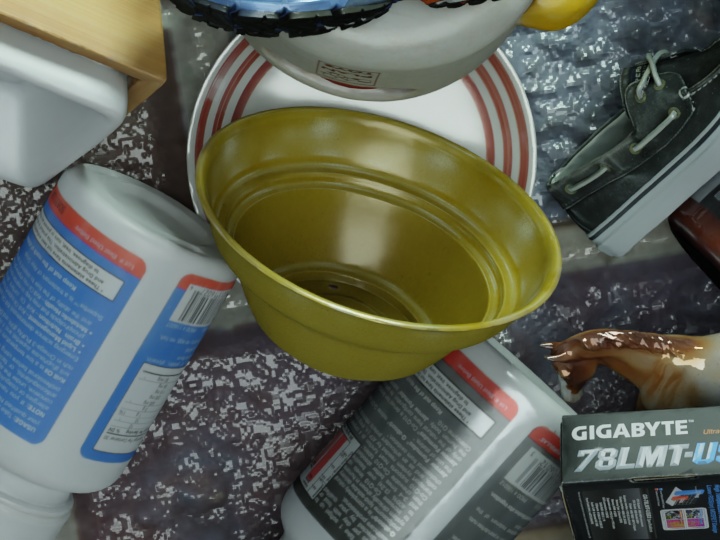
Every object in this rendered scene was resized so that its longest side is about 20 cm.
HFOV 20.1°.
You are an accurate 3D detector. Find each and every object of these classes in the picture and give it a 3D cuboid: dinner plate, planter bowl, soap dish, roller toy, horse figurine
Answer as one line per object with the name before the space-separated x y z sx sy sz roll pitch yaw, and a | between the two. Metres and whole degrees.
dinner plate | 0.001 -0.065 1.161 0.200 0.024 0.200 -1 99 -6
planter bowl | 0.000 0.000 1.086 0.200 0.200 0.083 15 124 -7
soap dish | -0.196 -0.118 1.046 0.157 0.200 0.081 22 72 -19
roller toy | 0.012 -0.184 1.068 0.182 0.140 0.200 -32 89 -6
horse figurine | 0.211 0.069 1.119 0.200 0.050 0.133 -3 134 19

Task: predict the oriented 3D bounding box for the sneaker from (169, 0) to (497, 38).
sneaker | 0.000 -0.159 0.972 0.200 0.075 0.078 -11 88 -10

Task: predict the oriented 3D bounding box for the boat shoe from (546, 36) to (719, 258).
boat shoe | 0.170 -0.085 1.113 0.071 0.072 0.200 35 127 -5

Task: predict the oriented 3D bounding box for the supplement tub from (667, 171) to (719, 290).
supplement tub | 0.277 -0.060 1.145 0.200 0.107 0.107 -44 100 2

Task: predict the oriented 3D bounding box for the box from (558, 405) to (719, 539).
box | 0.220 0.143 1.117 0.198 0.050 0.200 -6 144 12

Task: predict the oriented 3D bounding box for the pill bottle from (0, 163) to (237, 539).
pill bottle | -0.160 0.051 1.117 0.112 0.112 0.200 30 101 -9

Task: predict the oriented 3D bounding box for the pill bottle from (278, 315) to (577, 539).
pill bottle | 0.028 0.131 1.148 0.116 0.116 0.200 41 94 -10
